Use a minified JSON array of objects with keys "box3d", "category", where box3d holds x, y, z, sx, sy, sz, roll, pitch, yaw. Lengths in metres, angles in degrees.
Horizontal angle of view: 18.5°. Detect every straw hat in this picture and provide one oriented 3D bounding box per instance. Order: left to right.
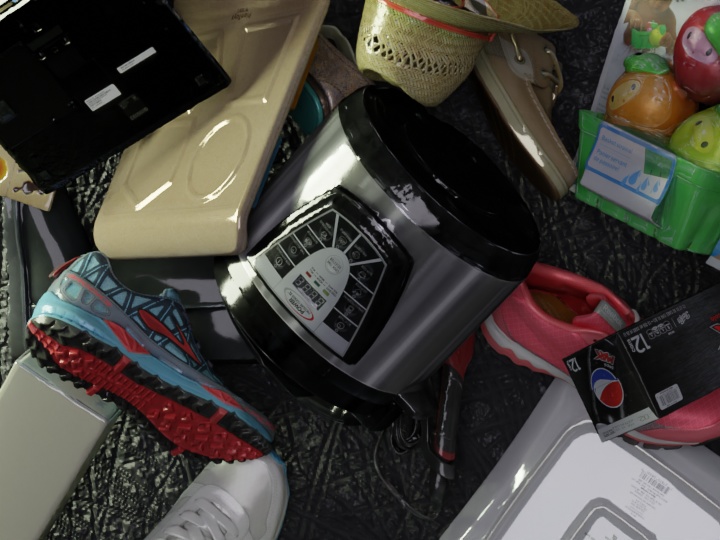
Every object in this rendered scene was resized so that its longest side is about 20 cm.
[{"box3d":[0.040,-0.156,1.455,0.200,0.201,0.085,21,107,8],"category":"straw hat"}]

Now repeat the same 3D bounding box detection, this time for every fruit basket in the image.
[{"box3d":[0.222,-0.119,1.485,0.185,0.093,0.201,33,115,46],"category":"fruit basket"}]

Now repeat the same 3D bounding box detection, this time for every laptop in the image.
[{"box3d":[-0.204,-0.186,1.515,0.177,0.103,0.200,-28,114,29],"category":"laptop"}]

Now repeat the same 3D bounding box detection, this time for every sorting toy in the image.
[{"box3d":[-0.099,-0.102,1.510,0.036,0.185,0.201,26,74,-34],"category":"sorting toy"}]

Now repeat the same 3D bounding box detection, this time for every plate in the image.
[{"box3d":[0.174,0.195,1.555,0.199,0.032,0.200,36,94,8],"category":"plate"}]

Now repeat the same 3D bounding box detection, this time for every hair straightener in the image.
[{"box3d":[0.045,0.077,1.577,0.077,0.041,0.201,4,93,39],"category":"hair straightener"}]

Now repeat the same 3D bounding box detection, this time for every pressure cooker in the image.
[{"box3d":[0.002,0.000,1.481,0.178,0.176,0.200,31,115,-31],"category":"pressure cooker"}]

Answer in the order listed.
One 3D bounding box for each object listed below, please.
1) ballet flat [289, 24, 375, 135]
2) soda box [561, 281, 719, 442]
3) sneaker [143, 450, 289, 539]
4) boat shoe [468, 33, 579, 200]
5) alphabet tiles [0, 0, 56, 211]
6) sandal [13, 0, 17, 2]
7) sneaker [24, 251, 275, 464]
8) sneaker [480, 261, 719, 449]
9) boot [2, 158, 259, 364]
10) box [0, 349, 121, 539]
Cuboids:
[{"box3d":[-0.054,-0.169,1.573,0.067,0.068,0.200,-23,61,-27],"category":"ballet flat"},{"box3d":[0.234,0.045,1.474,0.199,0.071,0.064,-22,84,-34],"category":"soda box"},{"box3d":[-0.123,0.208,1.575,0.076,0.081,0.200,38,93,9],"category":"sneaker"},{"box3d":[0.109,-0.141,1.533,0.065,0.072,0.201,-26,63,-2],"category":"boat shoe"},{"box3d":[-0.237,-0.152,1.556,0.166,0.008,0.201,19,98,8],"category":"alphabet tiles"},{"box3d":[-0.235,-0.221,1.595,0.079,0.087,0.201,-29,87,5],"category":"sandal"},{"box3d":[-0.130,0.057,1.524,0.200,0.079,0.096,37,52,-24],"category":"sneaker"},{"box3d":[0.173,0.057,1.518,0.199,0.087,0.074,27,65,8],"category":"sneaker"},{"box3d":[-0.152,-0.012,1.588,0.199,0.066,0.166,0,98,12],"category":"boot"},{"box3d":[-0.249,0.154,1.575,0.082,0.068,0.200,34,107,1],"category":"box"}]
